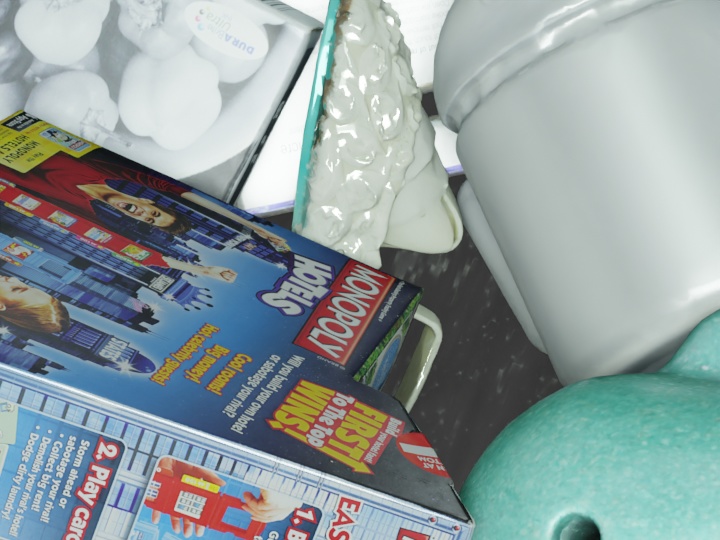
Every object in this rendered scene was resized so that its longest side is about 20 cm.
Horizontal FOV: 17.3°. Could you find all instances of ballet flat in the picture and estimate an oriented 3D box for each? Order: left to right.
[{"bbox_3d":[0.000,0.000,0.817,0.072,0.072,0.200,14,110,4],"label":"ballet flat"}]

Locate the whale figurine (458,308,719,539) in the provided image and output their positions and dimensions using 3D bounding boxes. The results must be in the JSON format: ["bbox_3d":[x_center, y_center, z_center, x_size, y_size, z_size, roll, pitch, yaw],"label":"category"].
[{"bbox_3d":[0.112,0.076,0.649,0.200,0.104,0.159,-19,60,24],"label":"whale figurine"}]

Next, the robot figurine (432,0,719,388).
[{"bbox_3d":[0.094,-0.035,0.774,0.113,0.170,0.200,-10,71,-44],"label":"robot figurine"}]

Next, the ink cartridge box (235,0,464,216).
[{"bbox_3d":[0.028,-0.135,0.860,0.198,0.043,0.200,-11,95,0],"label":"ink cartridge box"}]

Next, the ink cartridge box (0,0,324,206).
[{"bbox_3d":[-0.143,-0.043,0.836,0.198,0.043,0.200,28,100,7],"label":"ink cartridge box"}]

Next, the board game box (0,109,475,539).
[{"bbox_3d":[-0.057,0.038,0.693,0.200,0.200,0.062,25,111,7],"label":"board game box"}]
